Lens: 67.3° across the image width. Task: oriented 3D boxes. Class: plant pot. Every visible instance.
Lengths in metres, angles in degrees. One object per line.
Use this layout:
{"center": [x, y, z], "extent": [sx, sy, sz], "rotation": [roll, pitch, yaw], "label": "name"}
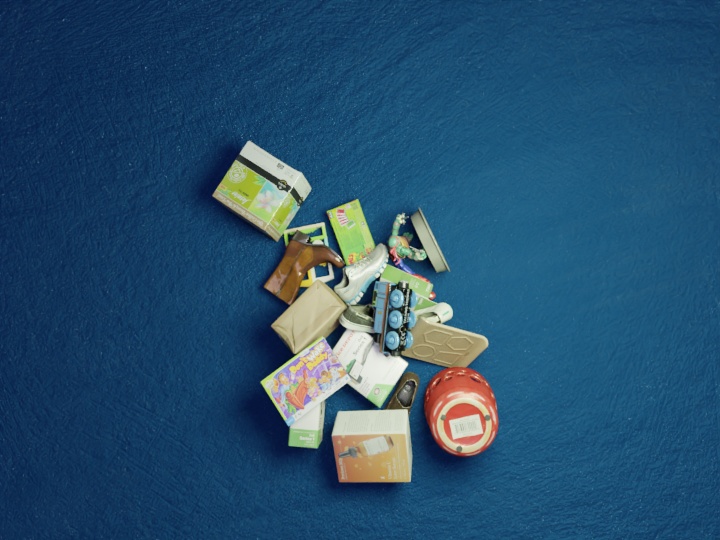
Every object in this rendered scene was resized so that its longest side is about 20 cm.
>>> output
{"center": [0.267, 0.374, 1.434], "extent": [0.196, 0.182, 0.205], "rotation": [0, 92, 6], "label": "plant pot"}

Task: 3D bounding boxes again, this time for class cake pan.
{"center": [0.193, -0.080, 1.517], "extent": [0.036, 0.200, 0.203], "rotation": [-26, 81, 9], "label": "cake pan"}

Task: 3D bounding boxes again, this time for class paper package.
{"center": [-0.132, 0.135, 1.499], "extent": [0.191, 0.200, 0.103], "rotation": [-45, 80, -3], "label": "paper package"}

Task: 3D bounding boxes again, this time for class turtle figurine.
{"center": [0.122, -0.079, 1.510], "extent": [0.099, 0.200, 0.152], "rotation": [-28, 76, 14], "label": "turtle figurine"}

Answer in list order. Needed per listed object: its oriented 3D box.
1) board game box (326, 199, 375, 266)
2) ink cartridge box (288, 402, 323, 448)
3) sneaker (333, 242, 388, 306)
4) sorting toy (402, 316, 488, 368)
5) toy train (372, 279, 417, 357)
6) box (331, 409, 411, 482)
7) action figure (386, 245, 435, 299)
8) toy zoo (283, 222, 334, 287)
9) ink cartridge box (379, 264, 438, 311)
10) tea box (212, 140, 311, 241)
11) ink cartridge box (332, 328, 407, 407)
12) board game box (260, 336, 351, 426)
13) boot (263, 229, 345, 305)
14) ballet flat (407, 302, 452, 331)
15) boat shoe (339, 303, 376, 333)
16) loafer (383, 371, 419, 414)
{"center": [-0.018, -0.095, 1.603], "extent": [0.100, 0.048, 0.204], "rotation": [-21, 81, 0], "label": "board game box"}
{"center": [-0.142, 0.371, 1.491], "extent": [0.082, 0.146, 0.205], "rotation": [4, 82, 2], "label": "ink cartridge box"}
{"center": [0.000, 0.000, 1.513], "extent": [0.086, 0.075, 0.201], "rotation": [37, 88, -30], "label": "sneaker"}
{"center": [0.221, 0.200, 1.474], "extent": [0.196, 0.186, 0.037], "rotation": [20, 50, -8], "label": "sorting toy"}
{"center": [0.085, 0.124, 1.432], "extent": [0.113, 0.086, 0.205], "rotation": [8, 93, 46], "label": "toy train"}
{"center": [0.034, 0.470, 1.449], "extent": [0.195, 0.107, 0.155], "rotation": [-5, 110, 9], "label": "box"}
{"center": [0.140, 0.012, 1.571], "extent": [0.199, 0.066, 0.052], "rotation": [40, 68, 6], "label": "action figure"}
{"center": [-0.152, -0.032, 1.614], "extent": [0.128, 0.020, 0.204], "rotation": [-10, 81, 1], "label": "toy zoo"}
{"center": [0.144, 0.073, 1.535], "extent": [0.197, 0.105, 0.060], "rotation": [24, 48, 7], "label": "ink cartridge box"}
{"center": [-0.286, -0.229, 1.586], "extent": [0.198, 0.134, 0.199], "rotation": [31, 85, 13], "label": "tea box"}
{"center": [0.013, 0.263, 1.522], "extent": [0.198, 0.084, 0.147], "rotation": [34, 84, 7], "label": "ink cartridge box"}
{"center": [-0.141, 0.286, 1.407], "extent": [0.198, 0.045, 0.135], "rotation": [-36, 83, -5], "label": "board game box"}
{"center": [-0.161, 0.009, 1.564], "extent": [0.186, 0.069, 0.203], "rotation": [28, 85, 6], "label": "boot"}
{"center": [0.167, 0.143, 1.491], "extent": [0.069, 0.199, 0.071], "rotation": [19, 57, -33], "label": "ballet flat"}
{"center": [0.031, 0.130, 1.500], "extent": [0.071, 0.198, 0.064], "rotation": [48, 116, 36], "label": "boat shoe"}
{"center": [0.107, 0.380, 1.514], "extent": [0.072, 0.071, 0.204], "rotation": [20, 84, 6], "label": "loafer"}
